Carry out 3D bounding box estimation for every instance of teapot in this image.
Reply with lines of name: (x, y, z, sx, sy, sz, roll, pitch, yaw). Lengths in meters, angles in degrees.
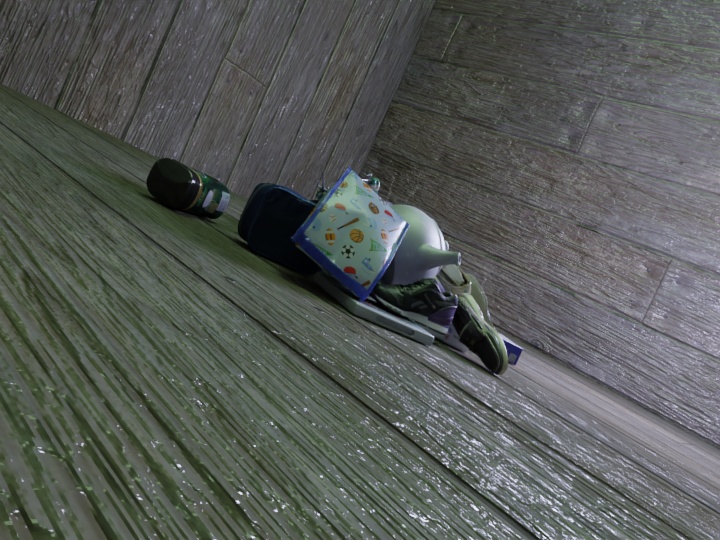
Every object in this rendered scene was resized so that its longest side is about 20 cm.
teapot: (0.115, -0.047, 1.276, 0.142, 0.204, 0.199, -6, -31, -13)

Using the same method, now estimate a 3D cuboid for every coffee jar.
coffee jar: (-0.353, -0.166, 1.250, 0.103, 0.087, 0.200, 30, 3, 10)

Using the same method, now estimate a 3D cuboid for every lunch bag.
lunch bag: (-0.024, -0.057, 1.091, 0.169, 0.124, 0.201, 39, 38, -8)
lunch bag: (-0.142, -0.086, 1.225, 0.197, 0.138, 0.132, 26, 3, -26)

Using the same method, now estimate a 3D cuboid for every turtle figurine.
turtle figurine: (-0.025, -0.138, 1.262, 0.145, 0.104, 0.200, 2, -7, 18)

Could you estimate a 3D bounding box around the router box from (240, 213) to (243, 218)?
router box: (-0.164, -0.106, 1.411, 0.153, 0.054, 0.199, -12, -10, 19)

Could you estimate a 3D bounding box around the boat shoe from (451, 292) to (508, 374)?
boat shoe: (0.226, 0.126, 1.215, 0.063, 0.073, 0.203, -1, 45, -27)

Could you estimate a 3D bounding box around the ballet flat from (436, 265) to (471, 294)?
ballet flat: (0.183, -0.020, 1.372, 0.201, 0.069, 0.069, 52, 15, 24)

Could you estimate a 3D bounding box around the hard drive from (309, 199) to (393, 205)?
hard drive: (-0.034, -0.155, 1.500, 0.195, 0.034, 0.139, 0, -1, 29)

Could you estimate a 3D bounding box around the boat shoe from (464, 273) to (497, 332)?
boat shoe: (0.268, 0.106, 1.421, 0.068, 0.070, 0.204, -166, -127, -79)

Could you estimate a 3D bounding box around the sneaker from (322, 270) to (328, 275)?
sneaker: (-0.052, -0.023, 1.466, 0.198, 0.082, 0.076, 30, 4, 33)

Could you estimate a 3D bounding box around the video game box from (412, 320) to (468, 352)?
video game box: (0.137, 0.101, 1.339, 0.179, 0.048, 0.200, 30, 3, -16)

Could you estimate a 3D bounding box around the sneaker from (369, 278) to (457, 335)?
sneaker: (0.101, 0.045, 1.148, 0.197, 0.089, 0.075, 24, 4, -30)

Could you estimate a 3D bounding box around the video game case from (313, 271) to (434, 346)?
video game case: (0.021, 0.069, 1.123, 0.179, 0.023, 0.199, 25, 3, -29)

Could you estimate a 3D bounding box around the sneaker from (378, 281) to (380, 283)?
sneaker: (0.000, 0.000, 1.308, 0.073, 0.089, 0.200, -7, -6, 8)

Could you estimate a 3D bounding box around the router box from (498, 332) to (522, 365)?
router box: (0.318, 0.172, 1.637, 0.196, 0.050, 0.180, 27, 3, -6)

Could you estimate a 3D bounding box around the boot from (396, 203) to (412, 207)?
boot: (0.042, -0.098, 1.609, 0.077, 0.198, 0.168, 57, -18, -5)

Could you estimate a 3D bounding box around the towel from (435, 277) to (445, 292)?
towel: (0.170, 0.038, 1.375, 0.142, 0.023, 0.202, 32, 23, -28)
